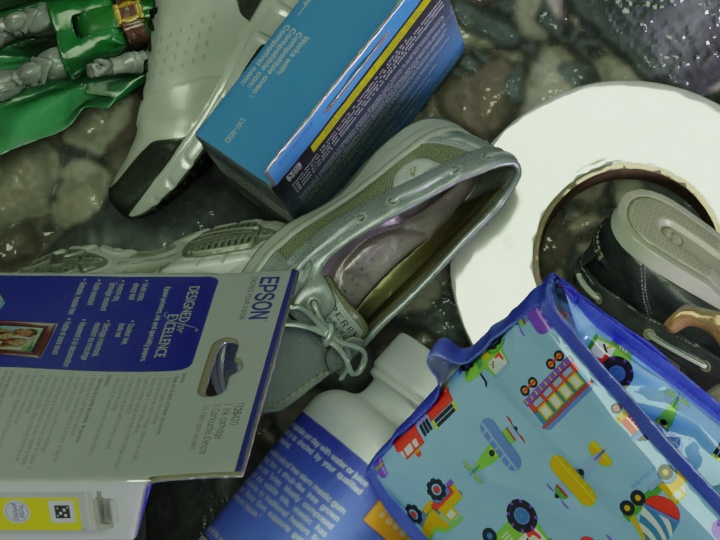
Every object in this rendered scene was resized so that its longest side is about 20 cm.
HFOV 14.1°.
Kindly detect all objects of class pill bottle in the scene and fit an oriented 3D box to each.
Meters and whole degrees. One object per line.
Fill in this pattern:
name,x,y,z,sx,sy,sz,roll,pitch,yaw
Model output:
pill bottle,-0.009,0.136,1.559,0.112,0.112,0.200,39,86,8

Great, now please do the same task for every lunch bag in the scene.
lunch bag,0.105,0.110,1.454,0.200,0.094,0.151,43,120,-1

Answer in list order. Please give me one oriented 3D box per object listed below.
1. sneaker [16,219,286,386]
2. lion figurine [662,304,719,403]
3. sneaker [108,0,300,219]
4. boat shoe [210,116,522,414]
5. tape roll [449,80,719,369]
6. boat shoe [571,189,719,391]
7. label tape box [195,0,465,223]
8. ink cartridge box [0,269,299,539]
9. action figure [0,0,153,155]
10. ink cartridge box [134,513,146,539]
sneaker,-0.123,0.036,1.600,0.199,0.078,0.100,-7,108,15
lion figurine,0.196,0.077,1.486,0.123,0.200,0.072,46,52,11
sneaker,-0.089,-0.119,1.599,0.080,0.074,0.200,34,107,1
boat shoe,0.001,0.001,1.546,0.202,0.065,0.075,-43,126,-16
tape roll,0.147,-0.005,1.607,0.202,0.037,0.203,-1,82,4
boat shoe,0.204,0.040,1.557,0.200,0.072,0.068,38,124,1
label tape box,-0.017,-0.104,1.548,0.063,0.200,0.144,37,85,11
ink cartridge box,-0.140,0.065,1.445,0.199,0.198,0.047,1,120,8
action figure,-0.152,-0.135,1.638,0.199,0.055,0.118,-17,78,-3
ink cartridge box,-0.195,0.186,1.519,0.147,0.200,0.145,1,84,4
